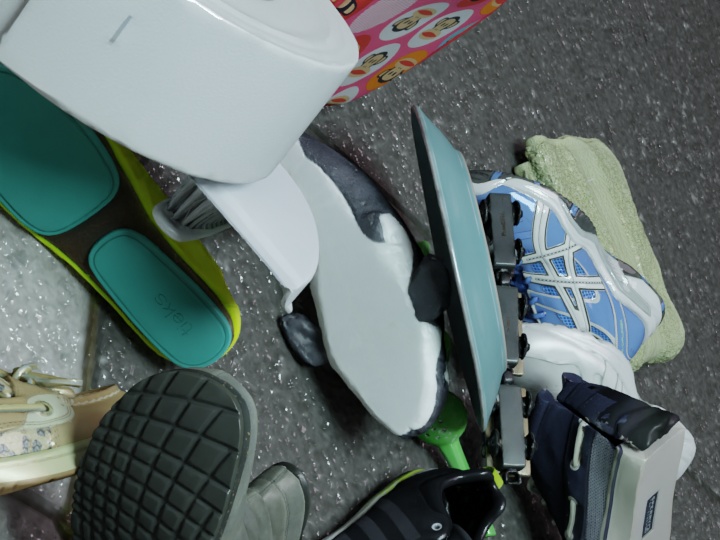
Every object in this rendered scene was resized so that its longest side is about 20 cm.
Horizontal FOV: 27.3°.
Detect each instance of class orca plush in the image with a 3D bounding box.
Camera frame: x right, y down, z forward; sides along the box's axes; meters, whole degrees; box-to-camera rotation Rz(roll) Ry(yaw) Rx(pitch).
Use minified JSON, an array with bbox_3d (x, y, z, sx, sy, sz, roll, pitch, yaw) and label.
[{"bbox_3d":[0.000,0.000,0.869,0.200,0.105,0.071,51,21,13],"label":"orca plush"}]

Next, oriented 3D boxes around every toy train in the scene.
[{"bbox_3d":[0.091,0.045,0.971,0.034,0.046,0.200,4,66,-11],"label":"toy train"}]

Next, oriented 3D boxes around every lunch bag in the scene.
[{"bbox_3d":[-0.011,-0.152,0.857,0.082,0.176,0.200,59,18,9],"label":"lunch bag"}]

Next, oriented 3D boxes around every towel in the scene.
[{"bbox_3d":[0.193,-0.014,1.184,0.148,0.036,0.200,-11,81,-55],"label":"towel"}]

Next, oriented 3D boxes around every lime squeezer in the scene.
[{"bbox_3d":[0.053,0.070,0.943,0.071,0.038,0.200,6,67,-53],"label":"lime squeezer"}]

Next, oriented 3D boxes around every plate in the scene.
[{"bbox_3d":[0.062,-0.003,0.889,0.200,0.026,0.200,-13,90,-89],"label":"plate"}]

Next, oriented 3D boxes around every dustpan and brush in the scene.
[{"bbox_3d":[-0.065,-0.036,0.749,0.140,0.057,0.200,48,18,6],"label":"dustpan and brush"}]

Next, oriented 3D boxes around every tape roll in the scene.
[{"bbox_3d":[-0.100,-0.129,0.668,0.202,0.071,0.202,35,19,-15],"label":"tape roll"}]

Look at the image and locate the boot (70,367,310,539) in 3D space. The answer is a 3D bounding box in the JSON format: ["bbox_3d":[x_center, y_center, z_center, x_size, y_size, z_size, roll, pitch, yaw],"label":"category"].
[{"bbox_3d":[-0.066,0.111,0.661,0.068,0.200,0.131,29,29,20],"label":"boot"}]

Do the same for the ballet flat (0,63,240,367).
[{"bbox_3d":[-0.128,-0.034,0.737,0.200,0.067,0.067,53,16,-27],"label":"ballet flat"}]

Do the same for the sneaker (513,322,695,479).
[{"bbox_3d":[0.157,0.114,1.032,0.200,0.078,0.099,40,58,-25],"label":"sneaker"}]

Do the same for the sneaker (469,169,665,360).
[{"bbox_3d":[0.134,0.003,1.057,0.200,0.076,0.077,39,69,-17],"label":"sneaker"}]

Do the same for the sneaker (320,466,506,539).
[{"bbox_3d":[0.023,0.161,0.810,0.072,0.083,0.200,59,35,-13],"label":"sneaker"}]

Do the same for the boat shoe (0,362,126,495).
[{"bbox_3d":[-0.168,0.065,0.607,0.200,0.073,0.063,-9,82,-55],"label":"boat shoe"}]

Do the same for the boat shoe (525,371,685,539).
[{"bbox_3d":[0.153,0.157,0.987,0.075,0.093,0.200,-27,134,-41],"label":"boat shoe"}]
